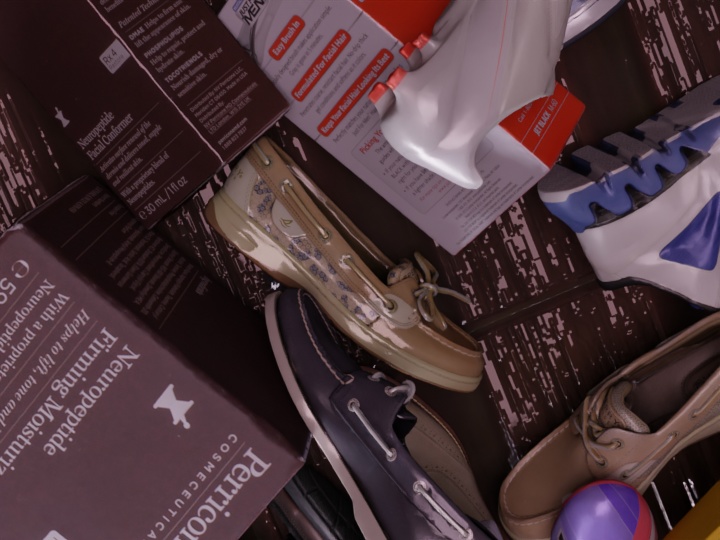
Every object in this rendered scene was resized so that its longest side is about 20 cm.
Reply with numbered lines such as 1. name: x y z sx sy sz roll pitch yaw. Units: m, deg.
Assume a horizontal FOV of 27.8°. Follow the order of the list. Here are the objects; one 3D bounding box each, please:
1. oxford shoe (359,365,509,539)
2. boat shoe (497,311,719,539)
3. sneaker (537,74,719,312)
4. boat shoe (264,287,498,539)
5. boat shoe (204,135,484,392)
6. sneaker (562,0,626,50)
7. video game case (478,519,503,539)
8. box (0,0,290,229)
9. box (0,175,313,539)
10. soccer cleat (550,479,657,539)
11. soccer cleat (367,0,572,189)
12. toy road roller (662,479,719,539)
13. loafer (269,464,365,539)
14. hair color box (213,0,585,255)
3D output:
1. oxford shoe: 0.045 0.146 0.902 0.071 0.074 0.201 -37 97 5
2. boat shoe: 0.159 0.093 0.880 0.199 0.073 0.065 -36 139 13
3. sneaker: 0.213 -0.043 0.878 0.198 0.081 0.116 -25 110 -1
4. boat shoe: 0.012 0.089 0.812 0.062 0.073 0.201 -32 72 12
5. boat shoe: 0.000 0.000 0.879 0.199 0.073 0.063 35 100 -5
6. sneaker: 0.119 -0.227 0.835 0.202 0.077 0.146 -44 105 -1
7. video game case: 0.021 0.244 0.886 0.198 0.022 0.183 -14 113 24
8. box: -0.145 -0.134 0.836 0.200 0.075 0.100 51 139 -6
9. box: -0.149 0.079 0.840 0.200 0.164 0.166 39 101 -6
10. soccer cleat: 0.147 0.212 0.877 0.066 0.077 0.202 -2 128 -4
11. soccer cleat: 0.084 -0.134 0.768 0.077 0.069 0.201 39 79 -11
12. toy road roller: 0.267 0.135 0.842 0.122 0.146 0.201 35 113 -3
13. loafer: 0.001 0.208 0.917 0.063 0.072 0.200 -41 99 12
14. hair color box: 0.017 -0.113 0.839 0.199 0.111 0.064 39 52 -7
